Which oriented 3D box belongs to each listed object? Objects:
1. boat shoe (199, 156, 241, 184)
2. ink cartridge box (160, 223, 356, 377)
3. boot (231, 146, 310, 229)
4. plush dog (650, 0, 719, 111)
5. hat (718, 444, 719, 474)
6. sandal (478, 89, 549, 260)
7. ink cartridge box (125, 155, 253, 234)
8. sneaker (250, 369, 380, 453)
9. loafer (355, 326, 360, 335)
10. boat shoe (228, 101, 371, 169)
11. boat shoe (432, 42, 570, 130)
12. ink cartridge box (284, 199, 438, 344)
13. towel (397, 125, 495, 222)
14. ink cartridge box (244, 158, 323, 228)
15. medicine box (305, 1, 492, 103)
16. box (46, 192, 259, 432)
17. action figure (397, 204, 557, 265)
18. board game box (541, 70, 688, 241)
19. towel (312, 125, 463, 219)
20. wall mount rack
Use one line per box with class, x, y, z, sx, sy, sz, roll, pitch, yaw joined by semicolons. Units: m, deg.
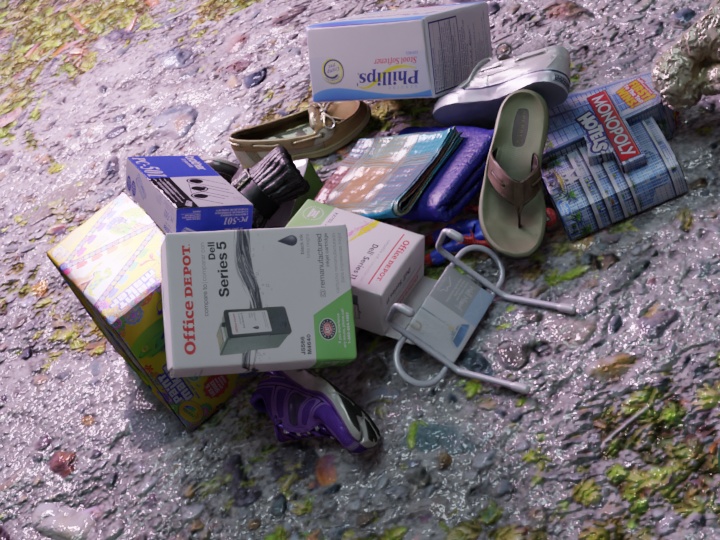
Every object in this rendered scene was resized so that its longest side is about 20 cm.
boat shoe;-0.204;-0.107;1.772;0.200;0.066;0.058;165;117;-69
ink cartridge box;-0.111;0.033;1.427;0.197;0.084;0.148;-3;82;-11
boot;-0.131;-0.065;1.622;0.156;0.080;0.212;-27;35;4
plush dog;0.458;-0.239;1.513;0.200;0.172;0.160;-44;-1;-23
hat;0.450;0.179;1.200;0.166;0.176;0.200;-52;8;-22
sandal;0.175;-0.113;1.527;0.078;0.057;0.204;2;79;9
ink cartridge box;-0.202;-0.085;1.552;0.093;0.045;0.200;-4;22;-25
sneaker;-0.053;0.163;1.473;0.084;0.081;0.199;-55;36;-9
loafer;-0.084;0.051;1.602;0.198;0.073;0.063;21;43;34
boat shoe;-0.083;-0.195;1.840;0.198;0.063;0.074;-18;42;13
boat shoe;0.173;-0.234;1.626;0.200;0.074;0.087;-15;54;47
ink cartridge box;0.000;0.000;1.546;0.197;0.068;0.117;18;46;21
towel;0.085;-0.116;1.651;0.148;0.050;0.199;-51;29;-19
ink cartridge box;-0.122;-0.048;1.718;0.102;0.060;0.202;-7;46;24
medicine box;0.055;-0.288;1.761;0.180;0.105;0.199;1;15;30
box;-0.243;0.049;1.582;0.122;0.201;0.192;-38;42;-13
action figure;0.137;-0.045;1.581;0.197;0.052;0.066;-10;39;18
board game box;0.303;-0.154;1.582;0.198;0.062;0.201;-24;41;7
towel;0.023;-0.118;1.655;0.199;0.022;0.147;1;48;52
wall mount rack;0.130;0.052;1.469;0.173;0.075;0.201;33;62;4
